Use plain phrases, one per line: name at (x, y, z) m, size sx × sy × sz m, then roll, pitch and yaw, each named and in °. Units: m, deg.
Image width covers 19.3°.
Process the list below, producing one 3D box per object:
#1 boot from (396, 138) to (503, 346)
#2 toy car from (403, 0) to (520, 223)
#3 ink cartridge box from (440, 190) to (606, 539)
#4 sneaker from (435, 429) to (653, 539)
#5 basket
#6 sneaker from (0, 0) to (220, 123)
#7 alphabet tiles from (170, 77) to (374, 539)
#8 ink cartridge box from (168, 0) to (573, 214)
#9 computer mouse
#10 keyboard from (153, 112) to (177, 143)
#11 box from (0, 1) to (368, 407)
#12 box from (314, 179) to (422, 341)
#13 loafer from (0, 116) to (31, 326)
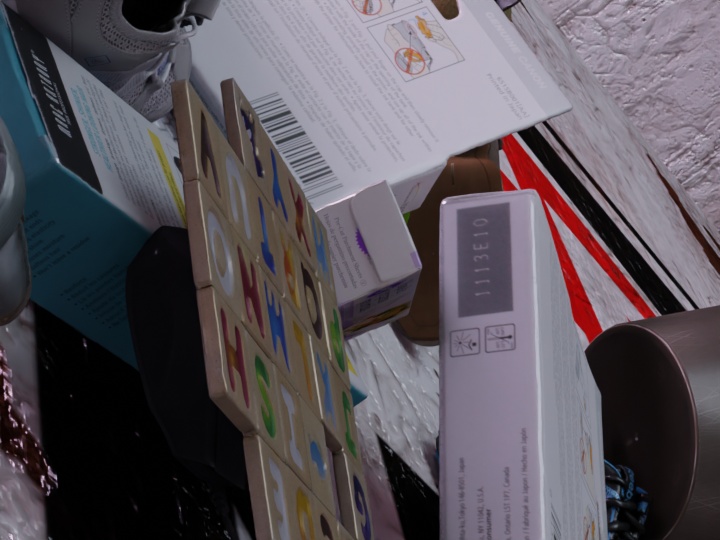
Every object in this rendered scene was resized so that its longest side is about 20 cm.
boot at (0.051, -0.025, 1.224) m, size 0.146 × 0.070 × 0.201 m, roll 81°, pitch 16°, yaw -65°
toy car at (0.017, -0.140, 1.110) m, size 0.158 × 0.200 × 0.165 m, roll 44°, pitch 16°, yaw -40°
ink cartridge box at (0.070, 0.097, 0.870) m, size 0.174 × 0.043 × 0.201 m, roll 67°, pitch 21°, yaw -56°
sneaker at (0.099, 0.130, 0.980) m, size 0.073 × 0.082 × 0.201 m, roll 44°, pitch 18°, yaw -48°
basket at (0.214, 0.083, 1.072) m, size 0.199 × 0.136 × 0.182 m, roll 3°, pitch 72°, yaw -29°
sneaker at (-0.089, -0.092, 0.797) m, size 0.200 × 0.081 × 0.075 m, roll 34°, pitch 58°, yaw -79°
alphabet tiles at (-0.024, 0.025, 0.688) m, size 0.200 × 0.007 × 0.168 m, roll 60°, pitch 20°, yaw -65°
ink cartridge box at (-0.022, -0.116, 1.013) m, size 0.173 × 0.044 × 0.200 m, roll -22°, pitch 68°, yaw -35°
computer mouse at (-0.032, 0.075, 0.667) m, size 0.059 × 0.034 × 0.201 m, roll 30°, pitch 41°, yaw -67°
keyboard at (-0.080, -0.041, 0.935) m, size 0.201 × 0.011 × 0.056 m, roll 57°, pitch 13°, yaw 13°
box at (-0.077, -0.008, 0.767) m, size 0.200 × 0.049 × 0.083 m, roll 40°, pitch 19°, yaw -49°
box at (0.000, 0.000, 0.919) m, size 0.200 × 0.039 × 0.042 m, roll 89°, pitch -23°, yaw -83°
loafer at (-0.152, -0.065, 0.631) m, size 0.201 × 0.072 × 0.063 m, roll 59°, pitch -7°, yaw 29°
